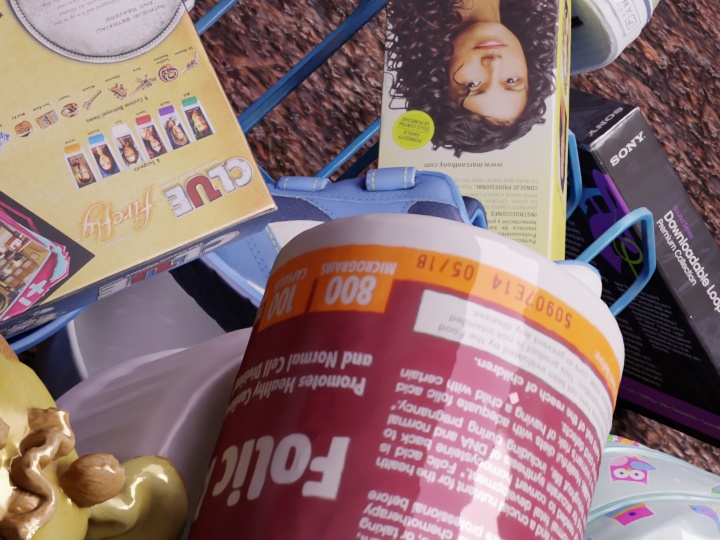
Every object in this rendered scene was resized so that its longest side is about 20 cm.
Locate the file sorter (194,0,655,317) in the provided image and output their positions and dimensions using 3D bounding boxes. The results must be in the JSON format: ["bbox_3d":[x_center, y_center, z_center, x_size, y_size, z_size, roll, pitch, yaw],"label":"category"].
[{"bbox_3d":[0.018,-0.038,1.238,0.200,0.123,0.139,46,-5,15],"label":"file sorter"}]

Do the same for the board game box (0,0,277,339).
[{"bbox_3d":[-0.146,-0.040,0.987,0.136,0.199,0.035,66,-15,7],"label":"board game box"}]

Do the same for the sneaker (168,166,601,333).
[{"bbox_3d":[0.000,0.000,1.057,0.199,0.082,0.074,28,-17,23],"label":"sneaker"}]

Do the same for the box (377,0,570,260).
[{"bbox_3d":[0.043,-0.029,1.126,0.050,0.075,0.201,68,22,-66],"label":"box"}]

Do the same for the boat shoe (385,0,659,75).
[{"bbox_3d":[0.079,-0.117,1.271,0.072,0.062,0.200,57,-22,-16],"label":"boat shoe"}]

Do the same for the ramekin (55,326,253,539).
[{"bbox_3d":[-0.021,0.111,0.945,0.199,0.098,0.202,12,67,-30],"label":"ramekin"}]

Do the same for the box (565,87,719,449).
[{"bbox_3d":[0.124,-0.002,1.343,0.200,0.036,0.143,56,-16,-27],"label":"box"}]

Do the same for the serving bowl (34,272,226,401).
[{"bbox_3d":[-0.047,0.078,1.097,0.200,0.066,0.201,33,27,-19],"label":"serving bowl"}]

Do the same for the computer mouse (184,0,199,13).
[{"bbox_3d":[-0.069,-0.114,1.159,0.140,0.046,0.200,14,43,26],"label":"computer mouse"}]

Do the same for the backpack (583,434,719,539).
[{"bbox_3d":[0.130,0.154,1.162,0.199,0.168,0.127,24,11,-29],"label":"backpack"}]

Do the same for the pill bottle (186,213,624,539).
[{"bbox_3d":[0.003,0.095,0.835,0.114,0.114,0.201,30,59,-25],"label":"pill bottle"}]

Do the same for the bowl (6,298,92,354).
[{"bbox_3d":[-0.167,-0.058,1.025,0.201,0.201,0.039,43,-17,0],"label":"bowl"}]

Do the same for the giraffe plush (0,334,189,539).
[{"bbox_3d":[-0.150,0.075,0.839,0.200,0.162,0.172,52,27,20],"label":"giraffe plush"}]
